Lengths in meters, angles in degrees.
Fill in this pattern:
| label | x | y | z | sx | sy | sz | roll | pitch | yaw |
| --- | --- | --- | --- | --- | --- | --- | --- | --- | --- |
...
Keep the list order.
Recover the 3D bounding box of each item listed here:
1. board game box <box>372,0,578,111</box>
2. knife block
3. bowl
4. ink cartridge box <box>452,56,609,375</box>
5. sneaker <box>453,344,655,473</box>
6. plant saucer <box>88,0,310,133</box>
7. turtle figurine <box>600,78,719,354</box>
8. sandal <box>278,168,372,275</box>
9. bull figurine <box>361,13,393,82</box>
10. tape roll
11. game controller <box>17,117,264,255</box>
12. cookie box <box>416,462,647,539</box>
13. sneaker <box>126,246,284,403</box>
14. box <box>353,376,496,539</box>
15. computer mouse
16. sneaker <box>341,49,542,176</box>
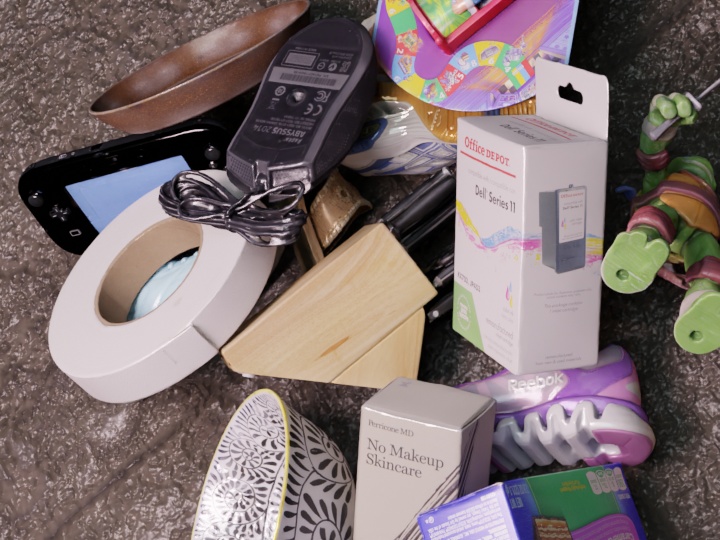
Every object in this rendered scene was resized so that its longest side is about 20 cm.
| label | x | y | z | sx | sy | sz | roll | pitch | yaw |
| --- | --- | --- | --- | --- | --- | --- | --- | --- | --- |
| board game box | 0.082 | -0.219 | 1.136 | 0.157 | 0.039 | 0.201 | 8 | 84 | 23 |
| knife block | 0.000 | 0.000 | 1.164 | 0.199 | 0.064 | 0.176 | 7 | 87 | -10 |
| bowl | -0.053 | 0.196 | 1.145 | 0.094 | 0.201 | 0.202 | 17 | 80 | -19 |
| ink cartridge box | 0.116 | -0.041 | 1.078 | 0.067 | 0.117 | 0.201 | -5 | 106 | -19 |
| sneaker | 0.119 | 0.095 | 1.134 | 0.199 | 0.081 | 0.089 | -5 | 60 | 26 |
| plant saucer | -0.125 | -0.161 | 1.258 | 0.200 | 0.200 | 0.035 | -20 | 109 | 16 |
| turtle figurine | 0.247 | -0.050 | 1.050 | 0.199 | 0.144 | 0.194 | -8 | 30 | 28 |
| sandal | -0.022 | -0.035 | 1.240 | 0.069 | 0.078 | 0.213 | -8 | 78 | -12 |
| bull figurine | 0.060 | -0.192 | 1.234 | 0.199 | 0.065 | 0.122 | 7 | 73 | 19 |
| tape roll | -0.153 | 0.010 | 1.190 | 0.202 | 0.037 | 0.203 | -26 | 38 | 22 |
| game controller | -0.181 | -0.067 | 1.282 | 0.199 | 0.105 | 0.042 | -13 | 36 | 19 |
| cookie box | 0.139 | 0.238 | 1.020 | 0.075 | 0.171 | 0.201 | -27 | 73 | 33 |
| sneaker | -0.149 | 0.014 | 1.257 | 0.200 | 0.074 | 0.082 | -44 | 68 | 10 |
| box | 0.042 | 0.184 | 1.095 | 0.082 | 0.068 | 0.201 | 10 | 110 | 24 |
| computer mouse | -0.050 | -0.100 | 1.159 | 0.138 | 0.053 | 0.200 | 16 | 67 | 36 |
| sneaker | 0.064 | -0.116 | 1.200 | 0.199 | 0.088 | 0.076 | -3 | 70 | 28 |
